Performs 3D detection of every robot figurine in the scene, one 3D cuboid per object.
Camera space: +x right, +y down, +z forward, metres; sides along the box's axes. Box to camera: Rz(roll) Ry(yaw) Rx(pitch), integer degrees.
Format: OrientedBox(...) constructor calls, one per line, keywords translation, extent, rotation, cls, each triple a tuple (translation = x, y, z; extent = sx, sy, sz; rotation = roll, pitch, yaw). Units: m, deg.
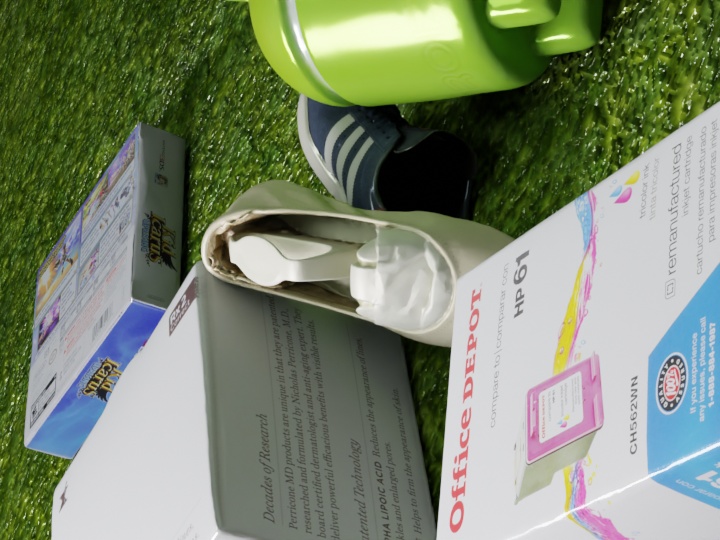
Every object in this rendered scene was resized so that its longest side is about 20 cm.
OrientedBox(translation=(0.027, -0.146, 1.056), extent=(0.200, 0.175, 0.116), rotation=(-4, 77, 35), cls="robot figurine")

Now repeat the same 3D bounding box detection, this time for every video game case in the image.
OrientedBox(translation=(-0.197, 0.017, 1.564), extent=(0.200, 0.045, 0.182), rotation=(-49, 32, 40), cls="video game case")

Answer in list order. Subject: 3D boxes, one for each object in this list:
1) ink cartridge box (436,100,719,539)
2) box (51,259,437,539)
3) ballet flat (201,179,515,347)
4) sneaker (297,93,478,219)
OrientedBox(translation=(0.116, 0.043, 0.802), extent=(0.200, 0.084, 0.145), rotation=(-38, 39, 53), cls="ink cartridge box")
OrientedBox(translation=(-0.068, 0.141, 1.075), extent=(0.199, 0.130, 0.200), rotation=(-55, 27, 33), cls="box")
OrientedBox(translation=(0.000, 0.000, 1.014), extent=(0.200, 0.069, 0.070), rotation=(13, 83, 37), cls="ballet flat")
OrientedBox(translation=(0.022, -0.062, 1.111), extent=(0.085, 0.075, 0.200), rotation=(-55, 37, 35), cls="sneaker")
